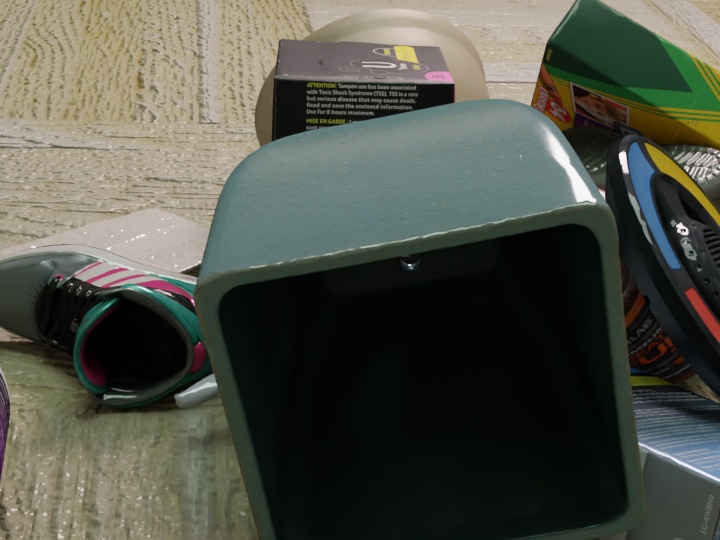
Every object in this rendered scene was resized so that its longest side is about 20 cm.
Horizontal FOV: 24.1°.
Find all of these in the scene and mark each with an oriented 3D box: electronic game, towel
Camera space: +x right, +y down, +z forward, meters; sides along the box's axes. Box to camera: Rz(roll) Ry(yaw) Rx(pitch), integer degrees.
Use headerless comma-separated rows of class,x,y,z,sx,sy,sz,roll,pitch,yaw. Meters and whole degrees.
electronic game,0.213,0.004,1.032,0.041,0.201,0.200,-33,8,23
towel,-0.184,-0.006,1.302,0.132,0.035,0.199,19,26,35

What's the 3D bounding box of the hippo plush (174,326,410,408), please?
hippo plush,0.000,0.000,1.083,0.198,0.163,0.159,-6,-6,25

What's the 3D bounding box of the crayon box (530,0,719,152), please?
crayon box,0.222,-0.115,1.335,0.172,0.059,0.200,34,-14,10

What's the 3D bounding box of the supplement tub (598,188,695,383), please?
supplement tub,0.161,0.008,1.110,0.106,0.108,0.199,21,-1,39

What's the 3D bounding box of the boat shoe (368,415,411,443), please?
boat shoe,0.017,0.115,0.963,0.071,0.072,0.199,16,25,31

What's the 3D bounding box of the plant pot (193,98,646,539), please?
plant pot,0.028,0.013,0.882,0.194,0.198,0.201,-11,34,2

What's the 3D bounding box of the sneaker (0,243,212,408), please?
sneaker,-0.182,0.038,1.132,0.197,0.085,0.121,8,12,10

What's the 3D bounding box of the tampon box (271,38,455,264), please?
tampon box,-0.002,-0.052,1.201,0.125,0.202,0.150,2,17,-3

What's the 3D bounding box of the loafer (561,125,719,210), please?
loafer,0.197,-0.058,1.279,0.075,0.070,0.199,-37,33,-28

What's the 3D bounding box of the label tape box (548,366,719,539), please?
label tape box,0.166,0.110,0.973,0.142,0.067,0.199,1,14,-44

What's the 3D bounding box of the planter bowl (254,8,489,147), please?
planter bowl,0.024,-0.090,1.369,0.198,0.201,0.136,-4,49,-17

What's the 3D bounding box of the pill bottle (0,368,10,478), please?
pill bottle,-0.250,0.096,0.920,0.111,0.114,0.200,0,21,-8
